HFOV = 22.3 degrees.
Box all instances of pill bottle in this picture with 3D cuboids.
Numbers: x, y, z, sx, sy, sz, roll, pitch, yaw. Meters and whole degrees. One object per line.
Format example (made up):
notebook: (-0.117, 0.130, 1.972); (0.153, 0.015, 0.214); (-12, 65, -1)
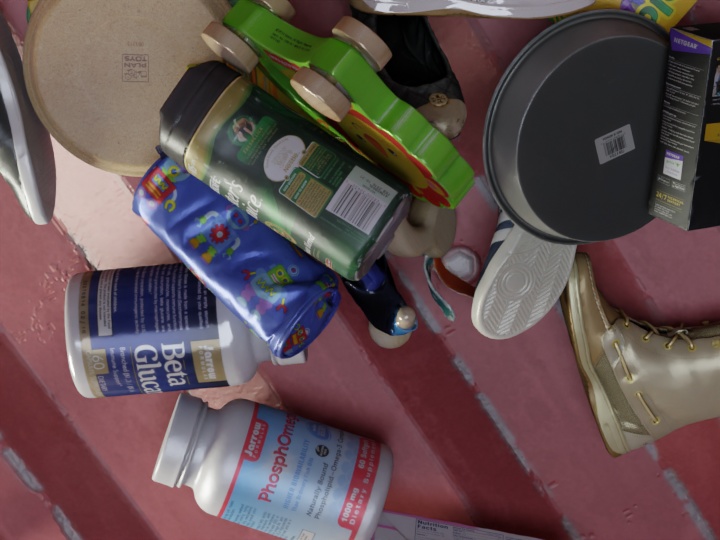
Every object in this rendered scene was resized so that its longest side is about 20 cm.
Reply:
pill bottle: (-0.079, 0.179, 1.627); (0.199, 0.109, 0.109); (18, 109, -6)
pill bottle: (-0.148, 0.048, 1.581); (0.199, 0.111, 0.111); (-5, 109, 3)

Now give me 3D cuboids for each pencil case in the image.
pencil case: (-0.101, -0.020, 1.507); (0.087, 0.078, 0.200); (-44, 76, -1)

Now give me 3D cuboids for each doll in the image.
doll: (0.000, 0.000, 1.557); (0.048, 0.136, 0.200); (-38, 138, -5)

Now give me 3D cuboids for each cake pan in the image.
cake pan: (0.196, -0.110, 1.478); (0.200, 0.037, 0.201); (-9, 114, -21)

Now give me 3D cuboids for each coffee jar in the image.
coffee jar: (-0.062, -0.079, 1.411); (0.200, 0.104, 0.085); (34, 85, 6)

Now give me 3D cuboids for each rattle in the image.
rattle: (0.015, -0.049, 1.569); (0.142, 0.130, 0.200); (-7, 136, 15)

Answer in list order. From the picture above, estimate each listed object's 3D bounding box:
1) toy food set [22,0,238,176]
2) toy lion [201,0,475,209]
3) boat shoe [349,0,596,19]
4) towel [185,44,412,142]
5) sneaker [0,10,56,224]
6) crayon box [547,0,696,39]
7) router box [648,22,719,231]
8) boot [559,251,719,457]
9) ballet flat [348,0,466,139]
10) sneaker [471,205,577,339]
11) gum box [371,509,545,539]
toy food set: (-0.185, -0.177, 1.536); (0.199, 0.049, 0.199); (-13, 108, 6)
toy lion: (-0.005, -0.124, 1.397); (0.069, 0.200, 0.192); (-51, 133, -7)
boat shoe: (0.091, -0.235, 1.424); (0.199, 0.071, 0.070); (-2, 108, -14)
towel: (-0.042, -0.138, 1.490); (0.199, 0.018, 0.086); (-6, 67, -1)
sneaker: (-0.328, -0.127, 1.549); (0.099, 0.071, 0.201); (-16, 103, 8)
crayon box: (0.214, -0.286, 1.482); (0.172, 0.058, 0.200); (37, 107, -11)
router box: (0.333, -0.124, 1.490); (0.200, 0.052, 0.158); (-8, 113, -32)
boot: (0.263, 0.057, 1.596); (0.155, 0.073, 0.200); (-17, 110, 7)
ballet flat: (0.034, -0.183, 1.461); (0.066, 0.200, 0.057); (-10, 145, -19)
sneaker: (0.142, -0.041, 1.554); (0.075, 0.085, 0.200); (19, 102, -27)
gum box: (0.085, 0.293, 1.667); (0.199, 0.066, 0.114); (12, 131, -4)
